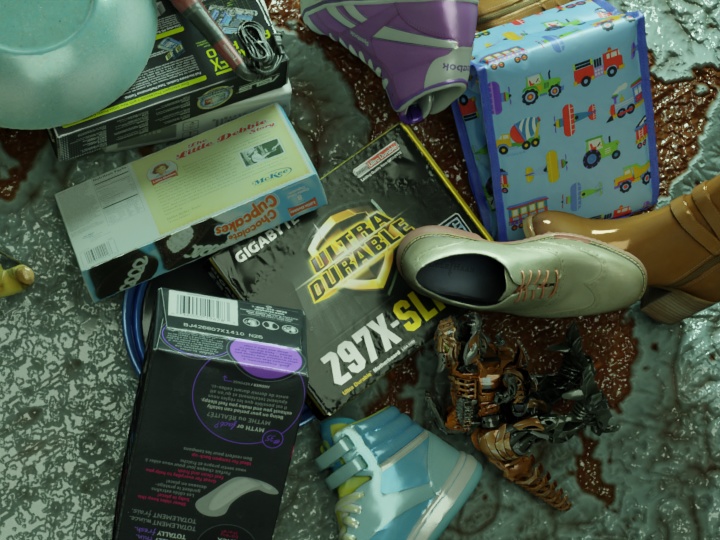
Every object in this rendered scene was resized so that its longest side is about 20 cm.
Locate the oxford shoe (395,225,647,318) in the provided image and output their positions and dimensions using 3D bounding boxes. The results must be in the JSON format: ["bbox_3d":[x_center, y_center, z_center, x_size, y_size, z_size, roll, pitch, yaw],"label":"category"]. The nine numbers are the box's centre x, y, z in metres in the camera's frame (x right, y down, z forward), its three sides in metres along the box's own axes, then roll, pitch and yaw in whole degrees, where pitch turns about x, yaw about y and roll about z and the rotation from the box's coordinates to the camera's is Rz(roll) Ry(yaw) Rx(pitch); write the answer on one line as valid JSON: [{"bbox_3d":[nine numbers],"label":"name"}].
[{"bbox_3d":[0.129,0.011,1.659,0.200,0.074,0.071,3,107,-4],"label":"oxford shoe"}]

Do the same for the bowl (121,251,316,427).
[{"bbox_3d":[-0.094,0.039,1.730,0.200,0.039,0.201,2,80,-9],"label":"bowl"}]

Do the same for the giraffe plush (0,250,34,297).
[{"bbox_3d":[-0.368,0.028,1.644,0.200,0.172,0.162,32,85,-38],"label":"giraffe plush"}]

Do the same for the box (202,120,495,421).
[{"bbox_3d":[0.000,0.000,1.709,0.200,0.049,0.160,-36,90,-15],"label":"box"}]

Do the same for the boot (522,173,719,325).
[{"bbox_3d":[0.245,-0.036,1.718,0.200,0.155,0.074,19,48,-34],"label":"boot"}]

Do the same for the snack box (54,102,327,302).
[{"bbox_3d":[-0.137,-0.057,1.691,0.200,0.116,0.037,-23,129,-4],"label":"snack box"}]

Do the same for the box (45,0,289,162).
[{"bbox_3d":[-0.179,-0.193,1.715,0.200,0.044,0.160,-21,70,-14],"label":"box"}]

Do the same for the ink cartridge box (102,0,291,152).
[{"bbox_3d":[-0.159,-0.205,1.772,0.162,0.050,0.200,-12,64,-11],"label":"ink cartridge box"}]

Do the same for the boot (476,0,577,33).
[{"bbox_3d":[0.107,-0.251,1.798,0.155,0.077,0.200,-33,89,-12],"label":"boot"}]

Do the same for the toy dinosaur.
[{"bbox_3d":[0.129,0.109,1.716,0.136,0.200,0.102,-24,50,6],"label":"toy dinosaur"}]

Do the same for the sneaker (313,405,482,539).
[{"bbox_3d":[-0.007,0.195,1.698,0.131,0.080,0.200,40,66,-3],"label":"sneaker"}]

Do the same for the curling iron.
[{"bbox_3d":[-0.133,-0.219,1.694,0.200,0.026,0.050,43,48,19],"label":"curling iron"}]

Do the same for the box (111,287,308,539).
[{"bbox_3d":[-0.116,0.130,1.628,0.122,0.106,0.200,10,115,-8],"label":"box"}]

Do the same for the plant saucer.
[{"bbox_3d":[-0.260,-0.207,1.668,0.201,0.039,0.201,2,64,-4],"label":"plant saucer"}]

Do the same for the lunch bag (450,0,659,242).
[{"bbox_3d":[0.166,-0.107,1.759,0.150,0.094,0.200,-19,113,-13],"label":"lunch bag"}]

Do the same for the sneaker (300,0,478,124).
[{"bbox_3d":[0.016,-0.177,1.724,0.073,0.200,0.115,-2,95,-35],"label":"sneaker"}]
